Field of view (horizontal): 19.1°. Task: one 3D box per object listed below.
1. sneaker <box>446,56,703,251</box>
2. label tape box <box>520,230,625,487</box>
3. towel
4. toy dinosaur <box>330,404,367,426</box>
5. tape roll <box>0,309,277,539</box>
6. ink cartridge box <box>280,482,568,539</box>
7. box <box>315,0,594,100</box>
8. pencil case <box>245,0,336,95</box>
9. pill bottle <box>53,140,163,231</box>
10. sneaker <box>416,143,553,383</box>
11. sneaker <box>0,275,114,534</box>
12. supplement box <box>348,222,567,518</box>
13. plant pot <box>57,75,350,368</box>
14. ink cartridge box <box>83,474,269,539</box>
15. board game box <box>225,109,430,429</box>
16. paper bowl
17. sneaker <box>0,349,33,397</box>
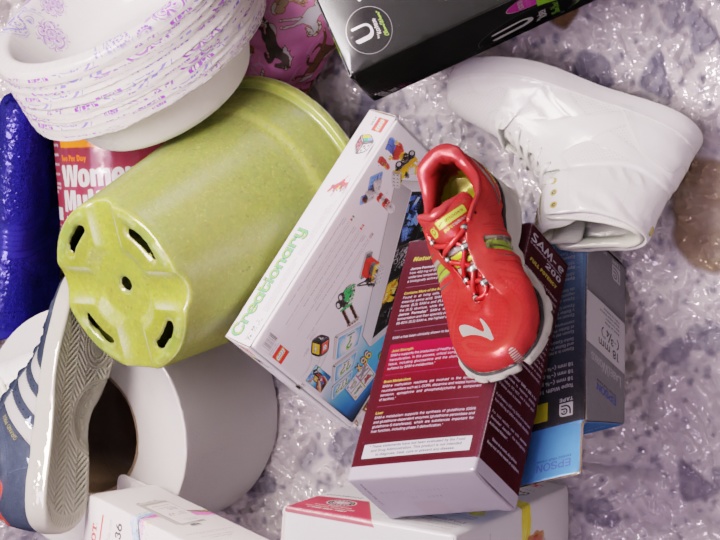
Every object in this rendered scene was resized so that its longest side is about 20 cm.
[{"bbox_3d":[0.133,-0.080,1.541,0.199,0.074,0.116,18,67,26],"label":"sneaker"},{"bbox_3d":[0.115,0.085,1.549,0.144,0.063,0.201,-17,51,31],"label":"label tape box"},{"bbox_3d":[-0.272,-0.050,1.773,0.049,0.148,0.201,4,101,-1],"label":"towel"},{"bbox_3d":[0.007,0.061,1.674,0.200,0.060,0.107,49,121,41],"label":"toy dinosaur"},{"bbox_3d":[-0.186,0.118,1.741,0.202,0.139,0.204,4,99,29],"label":"tape roll"},{"bbox_3d":[0.050,0.206,1.585,0.144,0.200,0.084,5,97,29],"label":"ink cartridge box"},{"bbox_3d":[0.066,-0.221,1.506,0.199,0.149,0.125,-24,84,5],"label":"box"},{"bbox_3d":[-0.043,-0.220,1.643,0.087,0.083,0.201,43,117,31],"label":"pencil case"},{"bbox_3d":[-0.194,-0.096,1.731,0.109,0.109,0.201,-1,97,30],"label":"pill bottle"},{"bbox_3d":[0.071,-0.007,1.450,0.077,0.085,0.201,-31,41,16],"label":"sneaker"},{"bbox_3d":[-0.243,0.096,1.606,0.084,0.075,0.201,0,72,31],"label":"sneaker"},{"bbox_3d":[0.070,0.070,1.499,0.108,0.061,0.201,-8,53,35],"label":"supplement box"},{"bbox_3d":[-0.118,-0.020,1.590,0.200,0.184,0.201,21,125,33],"label":"plant pot"},{"bbox_3d":[-0.149,0.233,1.588,0.199,0.067,0.117,17,105,47],"label":"ink cartridge box"},{"bbox_3d":[0.000,0.000,1.565,0.035,0.126,0.201,20,74,48],"label":"board game box"},{"bbox_3d":[-0.163,-0.166,1.586,0.200,0.201,0.105,-9,126,30],"label":"paper bowl"},{"bbox_3d":[-0.298,0.113,1.678,0.199,0.080,0.071,-20,86,26],"label":"sneaker"}]
